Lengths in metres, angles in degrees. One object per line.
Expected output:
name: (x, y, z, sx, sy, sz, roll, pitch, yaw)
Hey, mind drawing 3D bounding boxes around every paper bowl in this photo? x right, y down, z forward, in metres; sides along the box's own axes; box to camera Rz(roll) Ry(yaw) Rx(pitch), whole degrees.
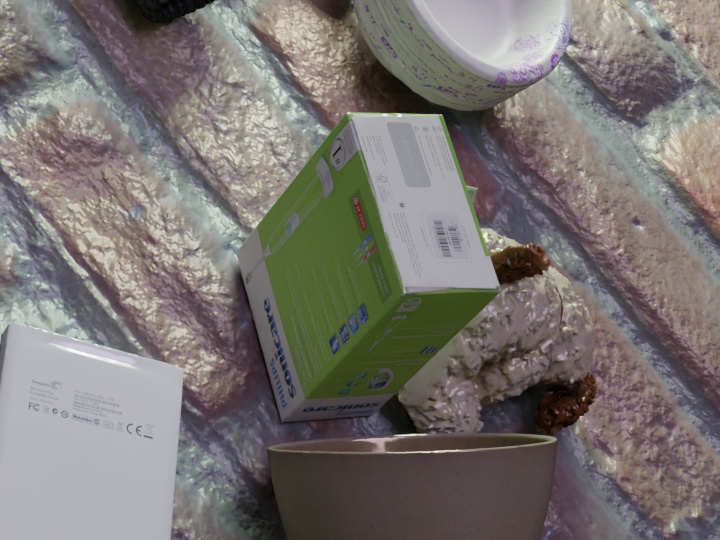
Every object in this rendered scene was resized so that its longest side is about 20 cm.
paper bowl: (0.074, -0.230, 1.703, 0.200, 0.104, 0.202, 18, 59, -33)

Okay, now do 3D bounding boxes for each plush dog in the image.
plush dog: (0.116, 0.033, 1.561, 0.171, 0.160, 0.201, 19, 48, -49)

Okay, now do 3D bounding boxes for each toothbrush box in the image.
toothbrush box: (0.000, 0.000, 1.459, 0.086, 0.200, 0.146, -1, 61, -32)

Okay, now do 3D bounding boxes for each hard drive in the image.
hard drive: (-0.190, 0.141, 1.369, 0.131, 0.025, 0.201, 16, 53, -21)

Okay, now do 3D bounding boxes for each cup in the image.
cup: (0.037, 0.189, 1.386, 0.199, 0.200, 0.144, 0, 88, -31)

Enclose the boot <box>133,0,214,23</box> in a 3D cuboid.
boot: (-0.129, -0.306, 1.638, 0.211, 0.080, 0.158, -37, 77, -15)
